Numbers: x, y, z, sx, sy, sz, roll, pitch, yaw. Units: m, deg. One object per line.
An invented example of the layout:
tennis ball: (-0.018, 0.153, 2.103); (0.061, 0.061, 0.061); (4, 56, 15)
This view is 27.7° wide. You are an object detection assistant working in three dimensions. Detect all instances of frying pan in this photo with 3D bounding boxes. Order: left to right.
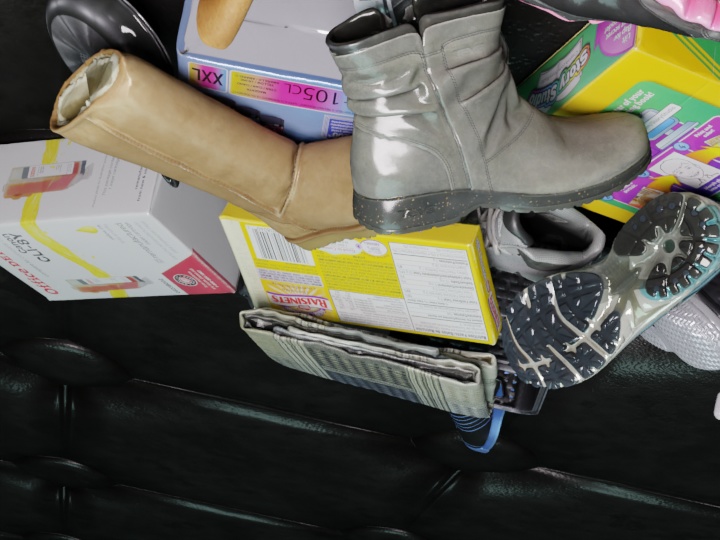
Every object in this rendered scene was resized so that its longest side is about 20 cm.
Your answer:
frying pan: (-0.176, -0.132, 1.019); (0.115, 0.031, 0.190); (37, 152, 12)

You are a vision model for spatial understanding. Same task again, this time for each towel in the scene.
towel: (0.013, 0.069, 1.148); (0.192, 0.035, 0.200); (14, 170, 9)

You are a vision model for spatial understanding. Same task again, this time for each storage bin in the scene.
storage bin: (0.099, 0.052, 1.244); (0.135, 0.094, 0.200); (12, 168, 6)

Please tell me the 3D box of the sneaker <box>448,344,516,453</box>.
sneaker: (0.112, 0.124, 1.485); (0.078, 0.070, 0.200); (13, 150, 2)

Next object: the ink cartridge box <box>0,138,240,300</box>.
ink cartridge box: (-0.214, -0.042, 1.221); (0.199, 0.084, 0.145); (-3, 153, 26)

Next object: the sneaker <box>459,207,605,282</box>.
sneaker: (0.082, -0.038, 1.044); (0.199, 0.075, 0.116); (8, 174, 0)

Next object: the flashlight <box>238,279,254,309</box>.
flashlight: (-0.057, 0.014, 1.261); (0.068, 0.068, 0.200); (57, 170, 0)

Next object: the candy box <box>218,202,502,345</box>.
candy box: (0.000, 0.000, 1.062); (0.199, 0.026, 0.102); (7, 140, 24)

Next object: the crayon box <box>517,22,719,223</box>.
crayon box: (0.204, -0.097, 0.968); (0.172, 0.058, 0.200); (19, 156, -16)

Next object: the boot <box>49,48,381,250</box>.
boot: (-0.072, -0.082, 0.922); (0.200, 0.066, 0.175); (27, 147, -29)

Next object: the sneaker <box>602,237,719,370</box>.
sneaker: (0.243, -0.005, 1.135); (0.200, 0.114, 0.076); (35, 163, 49)

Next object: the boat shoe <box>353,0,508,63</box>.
boat shoe: (0.059, -0.129, 0.927); (0.071, 0.072, 0.200); (2, 159, 24)

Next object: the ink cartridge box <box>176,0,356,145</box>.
ink cartridge box: (-0.055, -0.115, 1.014); (0.136, 0.077, 0.200); (11, 157, -1)

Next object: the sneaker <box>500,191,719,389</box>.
sneaker: (0.186, 0.020, 1.014); (0.200, 0.078, 0.086); (-37, 160, 35)

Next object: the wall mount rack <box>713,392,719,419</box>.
wall mount rack: (0.340, 0.030, 1.088); (0.173, 0.075, 0.200); (-26, 171, -27)

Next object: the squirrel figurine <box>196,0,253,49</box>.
squirrel figurine: (-0.108, -0.240, 0.729); (0.186, 0.142, 0.200); (26, 139, -9)

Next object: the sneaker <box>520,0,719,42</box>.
sneaker: (0.145, -0.169, 0.829); (0.199, 0.079, 0.095); (18, 162, 1)

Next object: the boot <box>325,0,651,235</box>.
boot: (0.081, -0.101, 0.852); (0.199, 0.068, 0.131); (-12, 119, -15)
